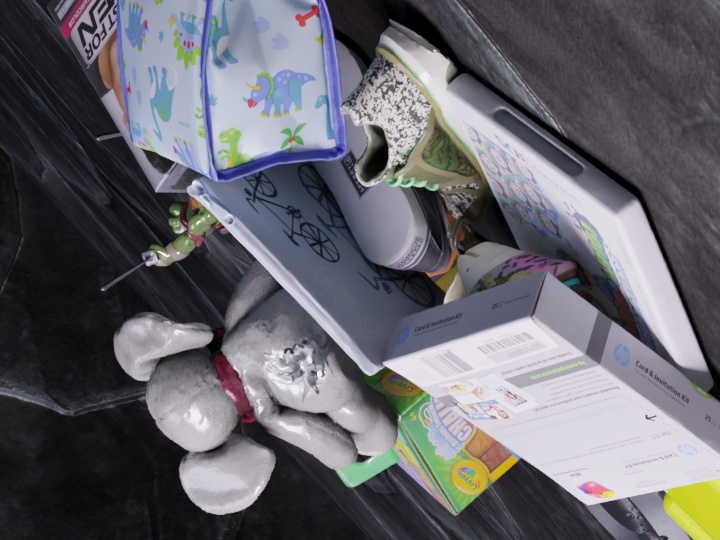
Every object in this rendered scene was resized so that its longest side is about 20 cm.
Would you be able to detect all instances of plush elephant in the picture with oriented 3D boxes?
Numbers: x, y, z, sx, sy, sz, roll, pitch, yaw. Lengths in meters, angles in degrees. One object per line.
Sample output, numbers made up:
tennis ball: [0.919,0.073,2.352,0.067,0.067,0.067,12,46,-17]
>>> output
plush elephant: [-0.080,0.078,1.650,0.200,0.154,0.166,-15,-94,-76]

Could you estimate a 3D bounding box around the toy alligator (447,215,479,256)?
toy alligator: [0.126,0.032,1.684,0.054,0.059,0.200,13,151,41]

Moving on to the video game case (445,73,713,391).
video game case: [0.145,-0.021,1.535,0.182,0.024,0.200,41,167,42]

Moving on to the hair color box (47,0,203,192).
hair color box: [-0.159,-0.168,1.825,0.060,0.099,0.200,-2,-128,-48]

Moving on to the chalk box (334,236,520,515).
chalk box: [0.059,0.091,1.795,0.124,0.200,0.125,37,165,48]

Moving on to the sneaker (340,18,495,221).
sneaker: [0.031,-0.086,1.598,0.077,0.089,0.200,43,169,36]

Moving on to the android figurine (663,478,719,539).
android figurine: [0.244,0.149,1.679,0.200,0.041,0.182,44,168,22]

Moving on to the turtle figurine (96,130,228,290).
turtle figurine: [-0.194,-0.085,2.361,0.194,0.199,0.145,-163,48,-87]

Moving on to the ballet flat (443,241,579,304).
ballet flat: [0.088,0.024,1.606,0.071,0.069,0.200,64,155,18]

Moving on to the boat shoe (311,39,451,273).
boat shoe: [0.013,-0.083,1.707,0.068,0.072,0.201,15,-140,-48]

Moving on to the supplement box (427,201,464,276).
supplement box: [-0.006,-0.075,1.800,0.200,0.066,0.069,45,132,30]

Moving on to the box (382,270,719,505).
box: [0.138,0.083,1.550,0.200,0.041,0.156,36,149,-24]

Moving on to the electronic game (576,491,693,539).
electronic game: [0.214,0.178,1.897,0.200,0.042,0.200,47,168,13]

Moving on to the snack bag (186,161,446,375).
snack bag: [-0.025,-0.012,1.642,0.189,0.021,0.200,46,-158,0]

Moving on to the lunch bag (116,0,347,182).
lunch bag: [-0.093,-0.177,1.590,0.170,0.127,0.201,21,122,61]
